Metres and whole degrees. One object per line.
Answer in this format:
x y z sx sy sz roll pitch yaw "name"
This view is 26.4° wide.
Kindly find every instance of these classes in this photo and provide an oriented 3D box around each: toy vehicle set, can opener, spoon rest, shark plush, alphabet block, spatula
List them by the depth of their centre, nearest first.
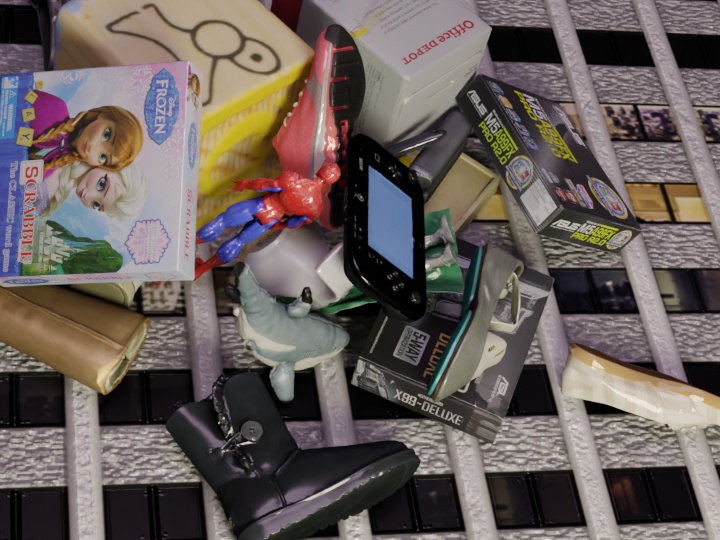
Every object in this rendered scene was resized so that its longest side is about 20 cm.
-0.079 0.035 1.470 0.083 0.201 0.091 -25 45 6 "shark plush"
-0.060 -0.006 1.524 0.099 0.199 0.061 -44 115 -15 "spoon rest"
-0.186 -0.180 1.594 0.195 0.197 0.200 -33 66 -31 "alphabet block"
0.001 -0.107 1.637 0.198 0.021 0.057 -26 19 3 "spatula"
0.052 -0.107 1.652 0.066 0.054 0.200 28 50 10 "can opener"
0.043 -0.113 1.707 0.199 0.027 0.124 34 52 13 "toy vehicle set"

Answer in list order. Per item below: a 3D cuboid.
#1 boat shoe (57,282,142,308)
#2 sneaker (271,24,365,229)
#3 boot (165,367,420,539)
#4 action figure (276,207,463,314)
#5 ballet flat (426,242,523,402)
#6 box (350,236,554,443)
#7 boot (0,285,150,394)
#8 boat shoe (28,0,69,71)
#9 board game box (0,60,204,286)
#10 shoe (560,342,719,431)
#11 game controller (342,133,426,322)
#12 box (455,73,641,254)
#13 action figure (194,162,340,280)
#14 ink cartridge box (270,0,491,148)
-0.308 -0.028 1.528 0.198 0.075 0.069 27 47 -4 "boat shoe"
-0.050 -0.145 1.530 0.086 0.203 0.074 8 7 24 "sneaker"
-0.064 0.158 1.435 0.198 0.077 0.169 -23 65 -21 "boot"
0.000 0.000 1.551 0.198 0.055 0.119 -17 42 11 "action figure"
0.121 0.055 1.505 0.063 0.068 0.201 24 50 -3 "ballet flat"
0.097 0.061 1.569 0.156 0.050 0.201 23 50 5 "box"
-0.323 0.066 1.452 0.198 0.066 0.176 25 51 4 "boot"
-0.348 -0.298 1.728 0.056 0.067 0.201 -8 59 -26 "boat shoe"
-0.248 -0.089 1.434 0.197 0.041 0.203 -3 77 16 "board game box"
0.298 0.131 1.570 0.198 0.070 0.054 20 93 -4 "shoe"
0.023 -0.043 1.471 0.104 0.042 0.201 45 31 -36 "game controller"
0.207 -0.117 1.694 0.159 0.044 0.201 11 43 -47 "box"
-0.101 -0.057 1.515 0.066 0.199 0.052 50 31 -26 "action figure"
0.015 -0.246 1.692 0.145 0.145 0.200 -33 66 -34 "ink cartridge box"
